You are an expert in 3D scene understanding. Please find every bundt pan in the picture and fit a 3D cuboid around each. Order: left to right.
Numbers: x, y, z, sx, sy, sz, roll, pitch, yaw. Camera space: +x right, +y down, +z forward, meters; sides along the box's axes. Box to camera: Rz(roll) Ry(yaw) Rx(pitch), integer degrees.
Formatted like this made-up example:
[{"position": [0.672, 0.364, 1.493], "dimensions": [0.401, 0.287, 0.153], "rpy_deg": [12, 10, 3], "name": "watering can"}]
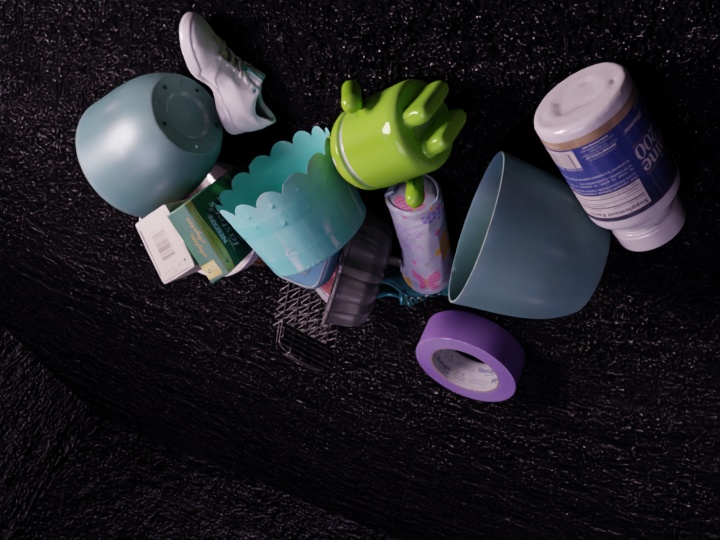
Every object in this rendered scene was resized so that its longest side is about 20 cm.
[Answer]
[{"position": [0.000, 0.000, 1.116], "dimensions": [0.074, 0.205, 0.203], "rpy_deg": [18, 150, -3], "name": "bundt pan"}]

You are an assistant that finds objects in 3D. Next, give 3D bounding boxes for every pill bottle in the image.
[{"position": [0.287, -0.119, 0.773], "dimensions": [0.110, 0.112, 0.200], "rpy_deg": [-9, 132, 46], "name": "pill bottle"}]

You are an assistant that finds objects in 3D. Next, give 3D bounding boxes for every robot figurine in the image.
[{"position": [0.040, -0.173, 0.896], "dimensions": [0.198, 0.117, 0.176], "rpy_deg": [-11, 127, 48], "name": "robot figurine"}]

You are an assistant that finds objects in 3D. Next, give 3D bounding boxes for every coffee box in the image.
[{"position": [-0.207, -0.079, 1.078], "dimensions": [0.043, 0.200, 0.124], "rpy_deg": [-23, 105, 26], "name": "coffee box"}]

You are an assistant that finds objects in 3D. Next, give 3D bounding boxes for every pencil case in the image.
[{"position": [0.093, -0.054, 1.060], "dimensions": [0.090, 0.084, 0.202], "rpy_deg": [23, 150, 28], "name": "pencil case"}]

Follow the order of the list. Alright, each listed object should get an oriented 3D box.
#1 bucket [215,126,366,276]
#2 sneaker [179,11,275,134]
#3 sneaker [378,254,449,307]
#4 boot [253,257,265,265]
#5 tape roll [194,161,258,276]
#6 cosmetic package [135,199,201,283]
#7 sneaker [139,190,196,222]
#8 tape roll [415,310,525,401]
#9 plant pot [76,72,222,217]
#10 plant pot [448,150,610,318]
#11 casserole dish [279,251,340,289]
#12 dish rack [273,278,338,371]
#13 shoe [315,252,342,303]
[{"position": [-0.097, -0.101, 1.028], "dimensions": [0.205, 0.208, 0.136], "rpy_deg": [-6, 128, 44], "name": "bucket"}, {"position": [-0.181, -0.283, 0.984], "dimensions": [0.087, 0.076, 0.201], "rpy_deg": [0, 146, 20], "name": "sneaker"}, {"position": [0.100, 0.030, 1.179], "dimensions": [0.197, 0.080, 0.078], "rpy_deg": [6, 143, 33], "name": "sneaker"}, {"position": [-0.243, -0.086, 1.314], "dimensions": [0.199, 0.074, 0.075], "rpy_deg": [39, 138, -11], "name": "boot"}, {"position": [-0.257, -0.090, 1.234], "dimensions": [0.199, 0.037, 0.207], "rpy_deg": [6, 106, 23], "name": "tape roll"}, {"position": [-0.253, -0.060, 1.108], "dimensions": [0.070, 0.199, 0.107], "rpy_deg": [-25, 91, 26], "name": "cosmetic package"}, {"position": [-0.336, -0.136, 1.174], "dimensions": [0.071, 0.114, 0.205], "rpy_deg": [-14, 95, 27], "name": "sneaker"}, {"position": [0.206, 0.163, 1.298], "dimensions": [0.197, 0.066, 0.202], "rpy_deg": [22, 149, 14], "name": "tape roll"}, {"position": [-0.306, -0.205, 1.060], "dimensions": [0.159, 0.203, 0.201], "rpy_deg": [-21, 125, 40], "name": "plant pot"}, {"position": [0.221, -0.031, 0.889], "dimensions": [0.158, 0.204, 0.202], "rpy_deg": [17, 149, -1], "name": "plant pot"}, {"position": [-0.093, -0.047, 1.191], "dimensions": [0.119, 0.039, 0.203], "rpy_deg": [21, 124, 2], "name": "casserole dish"}, {"position": [-0.100, 0.087, 1.300], "dimensions": [0.152, 0.203, 0.054], "rpy_deg": [31, 141, -34], "name": "dish rack"}, {"position": [-0.073, -0.020, 1.269], "dimensions": [0.200, 0.072, 0.090], "rpy_deg": [45, 133, -17], "name": "shoe"}]
